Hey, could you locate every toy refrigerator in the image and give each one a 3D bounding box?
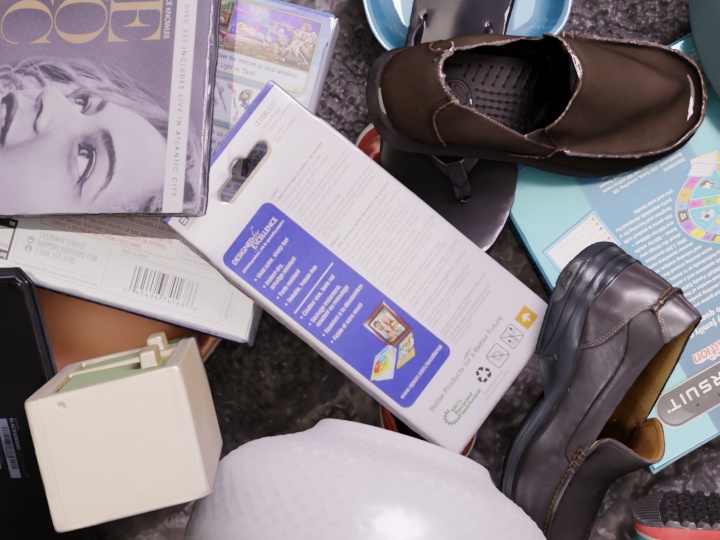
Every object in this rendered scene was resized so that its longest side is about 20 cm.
[{"bbox_3d":[-0.115,0.074,1.103,0.075,0.200,0.071,-14,92,-1],"label":"toy refrigerator"}]

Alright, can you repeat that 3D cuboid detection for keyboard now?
[{"bbox_3d":[-0.210,0.094,1.206,0.126,0.021,0.201,-3,110,20],"label":"keyboard"}]

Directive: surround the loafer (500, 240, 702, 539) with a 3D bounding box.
[{"bbox_3d":[0.126,0.087,1.171,0.072,0.073,0.201,29,127,29],"label":"loafer"}]

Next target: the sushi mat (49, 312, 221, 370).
[{"bbox_3d":[-0.122,0.019,1.251,0.095,0.012,0.200,37,87,4],"label":"sushi mat"}]

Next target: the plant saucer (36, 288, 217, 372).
[{"bbox_3d":[-0.161,-0.015,1.231,0.198,0.037,0.202,0,83,1],"label":"plant saucer"}]

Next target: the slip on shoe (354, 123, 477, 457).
[{"bbox_3d":[0.032,0.012,1.225,0.073,0.061,0.202,-5,84,2],"label":"slip on shoe"}]

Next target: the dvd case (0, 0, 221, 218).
[{"bbox_3d":[-0.168,-0.101,1.151,0.198,0.016,0.150,0,80,18],"label":"dvd case"}]

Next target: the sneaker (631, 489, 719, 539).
[{"bbox_3d":[0.241,0.182,1.213,0.198,0.070,0.094,8,103,0],"label":"sneaker"}]

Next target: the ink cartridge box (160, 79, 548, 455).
[{"bbox_3d":[0.000,0.000,1.155,0.200,0.037,0.095,39,83,-10],"label":"ink cartridge box"}]

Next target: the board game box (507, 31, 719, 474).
[{"bbox_3d":[0.176,-0.011,1.231,0.150,0.047,0.201,-29,86,0],"label":"board game box"}]

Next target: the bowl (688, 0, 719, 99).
[{"bbox_3d":[0.255,-0.137,1.189,0.200,0.105,0.202,12,65,-27],"label":"bowl"}]

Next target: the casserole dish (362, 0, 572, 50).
[{"bbox_3d":[0.054,-0.205,1.254,0.120,0.039,0.202,-7,85,1],"label":"casserole dish"}]

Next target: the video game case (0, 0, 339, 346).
[{"bbox_3d":[-0.129,-0.073,1.194,0.199,0.045,0.183,16,86,3],"label":"video game case"}]

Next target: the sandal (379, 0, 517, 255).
[{"bbox_3d":[0.049,-0.104,1.200,0.075,0.043,0.202,2,83,5],"label":"sandal"}]

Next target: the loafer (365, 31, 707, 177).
[{"bbox_3d":[0.104,-0.088,1.152,0.199,0.071,0.074,-4,86,-26],"label":"loafer"}]

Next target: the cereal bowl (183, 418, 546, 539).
[{"bbox_3d":[0.012,0.131,1.149,0.199,0.200,0.084,18,79,2],"label":"cereal bowl"}]
